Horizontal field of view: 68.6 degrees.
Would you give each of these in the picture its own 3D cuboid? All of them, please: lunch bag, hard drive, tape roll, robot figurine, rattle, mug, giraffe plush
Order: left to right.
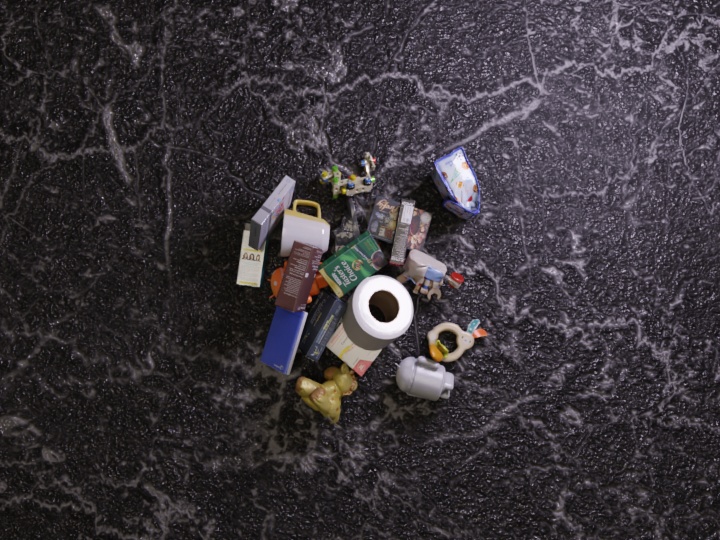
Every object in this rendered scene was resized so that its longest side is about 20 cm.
[{"bbox_3d":[-0.250,0.217,1.711,0.130,0.025,0.204,16,88,39],"label":"hard drive"},{"bbox_3d":[-0.204,0.036,1.705,0.195,0.117,0.147,-14,94,0],"label":"robot figurine"},{"bbox_3d":[-0.175,-0.132,1.702,0.149,0.149,0.191,6,95,-7],"label":"mug"},{"bbox_3d":[-0.091,0.375,1.685,0.199,0.173,0.163,36,68,11],"label":"giraffe plush"},{"bbox_3d":[0.051,0.134,1.650,0.198,0.139,0.207,6,67,-15],"label":"tape roll"},{"bbox_3d":[0.197,0.346,1.690,0.196,0.114,0.172,16,122,1],"label":"robot figurine"},{"bbox_3d":[0.309,-0.260,1.681,0.122,0.170,0.203,-28,88,3],"label":"lunch bag"},{"bbox_3d":[0.313,0.218,1.684,0.195,0.143,0.133,-12,69,6],"label":"rattle"}]

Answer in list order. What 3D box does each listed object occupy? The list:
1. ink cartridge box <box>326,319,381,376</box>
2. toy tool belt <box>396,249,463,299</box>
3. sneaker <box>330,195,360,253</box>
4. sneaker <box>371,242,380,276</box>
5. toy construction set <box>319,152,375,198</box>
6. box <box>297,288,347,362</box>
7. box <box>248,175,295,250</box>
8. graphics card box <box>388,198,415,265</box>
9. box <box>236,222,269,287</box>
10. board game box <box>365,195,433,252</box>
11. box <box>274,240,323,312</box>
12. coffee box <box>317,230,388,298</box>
[{"bbox_3d":[-0.038,0.232,1.720,0.199,0.067,0.117,39,89,2],"label":"ink cartridge box"},{"bbox_3d":[0.223,0.030,1.713,0.197,0.125,0.125,28,120,5],"label":"toy tool belt"},{"bbox_3d":[-0.058,-0.139,1.737,0.102,0.060,0.205,-12,91,-4],"label":"sneaker"},{"bbox_3d":[0.000,0.000,1.726,0.199,0.071,0.099,-36,86,-2],"label":"sneaker"},{"bbox_3d":[-0.030,-0.304,1.730,0.197,0.093,0.132,-25,50,-7],"label":"toy construction set"},{"bbox_3d":[-0.130,0.169,1.677,0.050,0.157,0.203,28,90,-25],"label":"box"},{"bbox_3d":[-0.279,-0.179,1.657,0.041,0.157,0.202,29,58,1],"label":"box"},{"bbox_3d":[0.130,-0.117,1.666,0.050,0.125,0.205,10,88,3],"label":"graphics card box"},{"bbox_3d":[-0.353,-0.050,1.744,0.080,0.049,0.205,8,88,0],"label":"box"},{"bbox_3d":[0.127,-0.152,1.747,0.196,0.035,0.138,17,89,1],"label":"board game box"},{"bbox_3d":[-0.185,0.019,1.592,0.074,0.100,0.204,19,92,13],"label":"box"},{"bbox_3d":[-0.023,-0.017,1.650,0.198,0.044,0.124,-33,117,4],"label":"coffee box"}]
